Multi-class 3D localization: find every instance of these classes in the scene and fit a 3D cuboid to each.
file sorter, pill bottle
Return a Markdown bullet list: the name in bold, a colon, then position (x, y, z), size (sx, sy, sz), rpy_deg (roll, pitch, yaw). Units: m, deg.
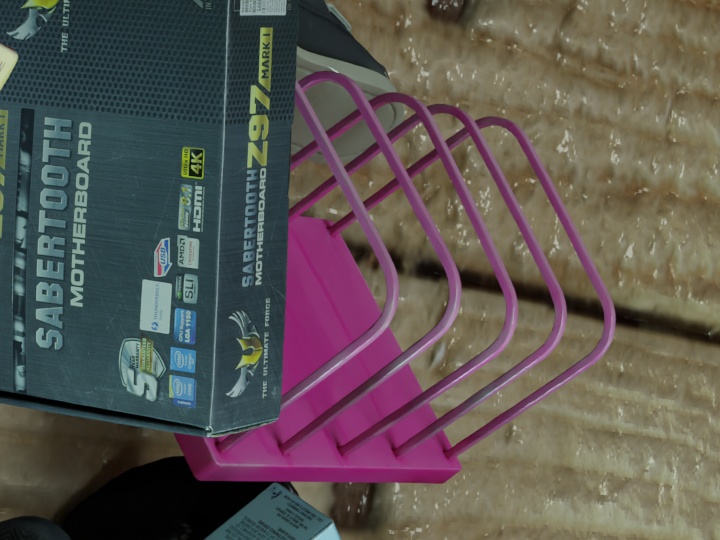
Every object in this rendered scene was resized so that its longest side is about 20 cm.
- **file sorter**: position (0.000, 0.000, 1.194), size (0.200, 0.125, 0.140), rpy_deg (8, 50, -58)
- **pill bottle**: position (-0.059, 0.190, 1.207), size (0.112, 0.111, 0.201), rpy_deg (-44, 132, -44)

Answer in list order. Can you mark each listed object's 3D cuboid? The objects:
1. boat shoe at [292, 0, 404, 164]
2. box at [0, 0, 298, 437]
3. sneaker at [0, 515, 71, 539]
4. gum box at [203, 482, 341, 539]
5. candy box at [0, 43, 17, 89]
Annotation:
- **boat shoe**: position (-0.056, -0.107, 1.221), size (0.200, 0.073, 0.063), rpy_deg (27, 31, -51)
- **box**: position (-0.102, -0.048, 1.048), size (0.051, 0.157, 0.202), rpy_deg (-7, 103, -56)
- **sneaker**: position (-0.139, 0.189, 1.133), size (0.087, 0.074, 0.202), rpy_deg (-22, 126, -65)
- **gum box**: position (-0.069, 0.212, 1.103), size (0.200, 0.044, 0.171), rpy_deg (-37, 128, -20)
- **candy box**: position (-0.212, -0.017, 0.904), size (0.115, 0.055, 0.201), rpy_deg (32, 86, -40)
